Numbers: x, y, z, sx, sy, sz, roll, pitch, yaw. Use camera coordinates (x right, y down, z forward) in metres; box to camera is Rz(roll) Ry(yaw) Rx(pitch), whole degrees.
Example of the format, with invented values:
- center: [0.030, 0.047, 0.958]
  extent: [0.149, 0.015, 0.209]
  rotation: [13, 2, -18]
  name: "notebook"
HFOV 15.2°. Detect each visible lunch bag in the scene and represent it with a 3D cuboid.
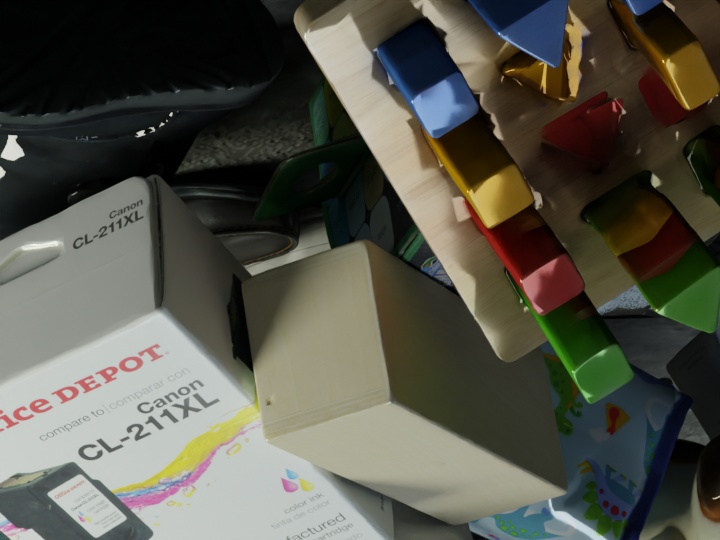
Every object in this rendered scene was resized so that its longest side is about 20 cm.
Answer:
- center: [0.060, 0.095, 1.530]
  extent: [0.170, 0.128, 0.200]
  rotation: [31, 161, -15]
  name: "lunch bag"

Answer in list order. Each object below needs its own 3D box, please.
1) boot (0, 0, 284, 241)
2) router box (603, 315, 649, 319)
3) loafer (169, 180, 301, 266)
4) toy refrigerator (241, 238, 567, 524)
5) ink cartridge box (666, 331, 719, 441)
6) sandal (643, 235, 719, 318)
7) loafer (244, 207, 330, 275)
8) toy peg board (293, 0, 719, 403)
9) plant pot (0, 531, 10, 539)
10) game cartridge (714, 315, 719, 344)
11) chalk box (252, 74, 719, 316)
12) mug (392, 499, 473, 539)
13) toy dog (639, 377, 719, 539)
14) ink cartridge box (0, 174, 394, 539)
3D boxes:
- center: [-0.150, -0.060, 1.173]
  extent: [0.199, 0.077, 0.168]
  rotation: [-3, 154, -35]
  name: "boot"
- center: [0.218, -0.026, 1.466]
  extent: [0.199, 0.051, 0.149]
  rotation: [-1, 155, -22]
  name: "router box"
- center: [-0.123, 0.007, 1.354]
  extent: [0.199, 0.073, 0.073]
  rotation: [-14, 157, 4]
  name: "loafer"
- center: [0.021, 0.056, 1.217]
  extent: [0.070, 0.076, 0.200]
  rotation: [-18, 158, 21]
  name: "toy refrigerator"
- center: [0.285, 0.107, 1.589]
  extent: [0.115, 0.201, 0.068]
  rotation: [-25, 166, -29]
  name: "ink cartridge box"
- center: [0.085, -0.025, 1.331]
  extent: [0.199, 0.076, 0.045]
  rotation: [15, 158, 0]
  name: "sandal"
- center: [0.000, 0.000, 1.395]
  extent: [0.199, 0.070, 0.070]
  rotation: [-19, 164, 20]
  name: "loafer"
- center: [0.112, -0.063, 1.085]
  extent: [0.199, 0.098, 0.200]
  rotation: [-32, 126, 0]
  name: "toy peg board"
- center: [-0.152, 0.135, 1.422]
  extent: [0.195, 0.197, 0.200]
  rotation: [-10, 174, -4]
  name: "plant pot"
- center: [0.262, -0.037, 1.378]
  extent: [0.199, 0.041, 0.133]
  rotation: [-27, 127, 0]
  name: "game cartridge"
- center: [0.050, -0.053, 1.230]
  extent: [0.199, 0.125, 0.125]
  rotation: [-2, 157, -19]
  name: "chalk box"
- center: [-0.015, 0.140, 1.360]
  extent: [0.148, 0.154, 0.187]
  rotation: [2, 146, -12]
  name: "mug"
- center: [0.213, 0.146, 1.512]
  extent: [0.139, 0.195, 0.200]
  rotation: [15, 158, -20]
  name: "toy dog"
- center: [-0.097, 0.069, 1.211]
  extent: [0.145, 0.083, 0.200]
  rotation: [-24, 135, 19]
  name: "ink cartridge box"
